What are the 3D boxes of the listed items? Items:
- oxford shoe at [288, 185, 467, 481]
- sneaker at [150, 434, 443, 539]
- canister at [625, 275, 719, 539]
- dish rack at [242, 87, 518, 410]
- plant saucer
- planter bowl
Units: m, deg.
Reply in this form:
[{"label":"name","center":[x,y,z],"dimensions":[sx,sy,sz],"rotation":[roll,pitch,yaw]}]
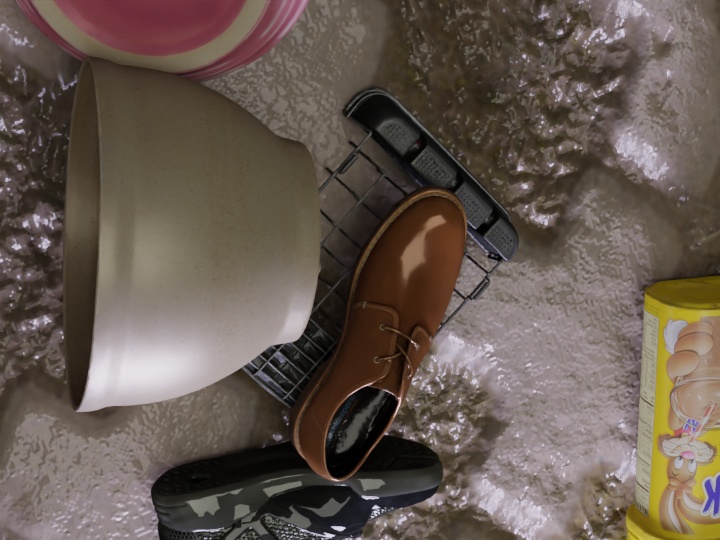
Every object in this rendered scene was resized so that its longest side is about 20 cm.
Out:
[{"label":"oxford shoe","center":[0.021,0.044,0.976],"dimensions":[0.071,0.071,0.202],"rotation":[20,99,-20]},{"label":"sneaker","center":[-0.038,0.178,1.048],"dimensions":[0.197,0.076,0.116],"rotation":[-12,110,-12]},{"label":"canister","center":[0.272,0.110,1.128],"dimensions":[0.147,0.087,0.203],"rotation":[-5,105,-18]},{"label":"dish rack","center":[0.000,0.000,1.022],"dimensions":[0.153,0.055,0.200],"rotation":[42,91,-22]},{"label":"plant saucer","center":[-0.121,-0.191,0.880],"dimensions":[0.198,0.051,0.202],"rotation":[2,126,3]},{"label":"planter bowl","center":[-0.099,-0.018,0.897],"dimensions":[0.133,0.200,0.203],"rotation":[2,105,-16]}]
